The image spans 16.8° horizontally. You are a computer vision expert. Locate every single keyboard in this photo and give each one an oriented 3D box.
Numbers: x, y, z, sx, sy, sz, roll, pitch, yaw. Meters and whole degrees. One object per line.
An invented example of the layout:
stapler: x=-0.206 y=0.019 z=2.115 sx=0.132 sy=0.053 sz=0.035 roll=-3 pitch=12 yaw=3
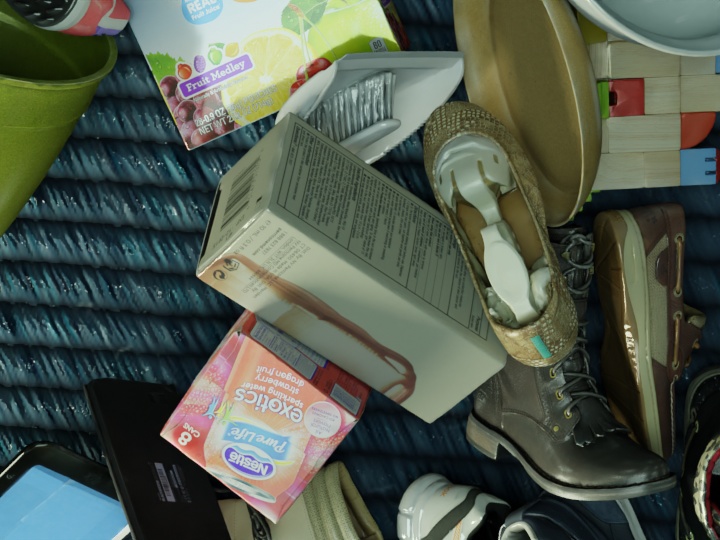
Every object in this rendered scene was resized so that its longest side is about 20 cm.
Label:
keyboard: x=-0.119 y=0.156 z=1.707 sx=0.127 sy=0.200 sz=0.021 roll=9 pitch=131 yaw=-33

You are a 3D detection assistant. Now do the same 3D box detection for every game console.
game console: x=-0.209 y=0.239 z=1.725 sx=0.200 sy=0.116 sz=0.176 roll=-42 pitch=68 yaw=30

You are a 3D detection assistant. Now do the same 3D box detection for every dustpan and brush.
dustpan and brush: x=-0.025 y=-0.081 z=1.685 sx=0.200 sy=0.139 sz=0.057 roll=-31 pitch=74 yaw=39

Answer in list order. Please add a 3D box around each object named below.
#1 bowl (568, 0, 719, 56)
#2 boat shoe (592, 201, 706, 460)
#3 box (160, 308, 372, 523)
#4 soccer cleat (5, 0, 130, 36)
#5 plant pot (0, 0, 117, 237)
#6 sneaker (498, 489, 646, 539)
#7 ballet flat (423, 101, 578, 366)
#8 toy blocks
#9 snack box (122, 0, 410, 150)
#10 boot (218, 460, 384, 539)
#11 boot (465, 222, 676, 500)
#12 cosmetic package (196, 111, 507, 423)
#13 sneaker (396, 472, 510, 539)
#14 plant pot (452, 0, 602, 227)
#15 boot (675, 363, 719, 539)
bowl: x=0.186 y=-0.226 z=1.558 sx=0.200 sy=0.090 sz=0.202 roll=4 pitch=80 yaw=-22
boat shoe: x=0.210 y=0.045 z=1.694 sx=0.072 sy=0.072 sz=0.201 roll=-15 pitch=113 yaw=-13
box: x=-0.057 y=0.080 z=1.663 sx=0.102 sy=0.200 sz=0.095 roll=38 pitch=103 yaw=-4
soccer cleat: x=-0.236 y=-0.222 z=1.667 sx=0.200 sy=0.073 sz=0.068 roll=42 pitch=103 yaw=31
plant pot: x=-0.293 y=-0.099 z=1.666 sx=0.200 sy=0.200 sz=0.193 roll=25 pitch=115 yaw=0
sneaker: x=0.169 y=0.243 z=1.688 sx=0.077 sy=0.146 sz=0.203 roll=-37 pitch=84 yaw=31
ballet flat: x=0.090 y=-0.033 z=1.601 sx=0.070 sy=0.065 sz=0.201 roll=-28 pitch=68 yaw=9
toy blocks: x=0.205 y=-0.135 z=1.657 sx=0.136 sy=0.100 sz=0.201 roll=-3 pitch=101 yaw=-6
snack box: x=-0.082 y=-0.209 z=1.672 sx=0.168 sy=0.068 sz=0.201 roll=-24 pitch=97 yaw=11
boot: x=-0.046 y=0.250 z=1.764 sx=0.155 sy=0.073 sz=0.201 roll=-19 pitch=90 yaw=9
boot: x=0.140 y=0.055 z=1.668 sx=0.200 sy=0.069 sz=0.175 roll=20 pitch=112 yaw=43
cosmetic package: x=0.000 y=0.000 z=1.620 sx=0.200 sy=0.104 sz=0.087 roll=34 pitch=129 yaw=-19
sneaker: x=0.078 y=0.247 z=1.738 sx=0.080 sy=0.074 sz=0.201 roll=3 pitch=108 yaw=44
plant pot: x=0.114 y=-0.129 z=1.615 sx=0.027 sy=0.200 sz=0.201 roll=-18 pitch=101 yaw=-16
boot: x=0.256 y=0.181 z=1.679 sx=0.073 sy=0.154 sz=0.205 roll=-3 pitch=104 yaw=5
